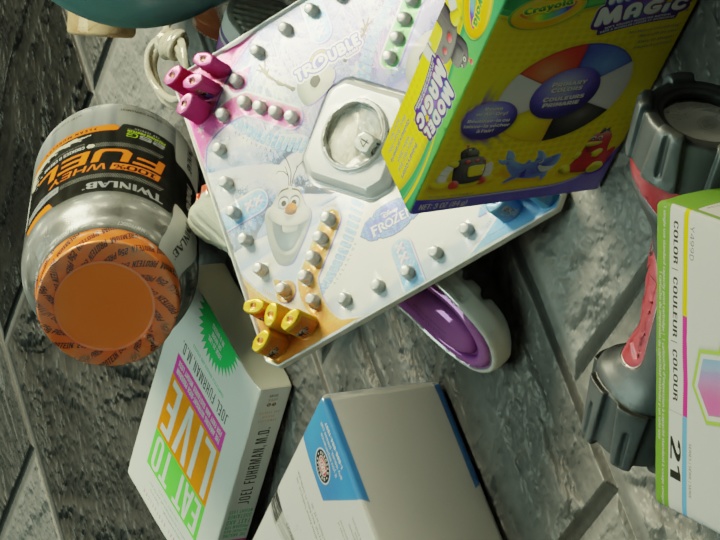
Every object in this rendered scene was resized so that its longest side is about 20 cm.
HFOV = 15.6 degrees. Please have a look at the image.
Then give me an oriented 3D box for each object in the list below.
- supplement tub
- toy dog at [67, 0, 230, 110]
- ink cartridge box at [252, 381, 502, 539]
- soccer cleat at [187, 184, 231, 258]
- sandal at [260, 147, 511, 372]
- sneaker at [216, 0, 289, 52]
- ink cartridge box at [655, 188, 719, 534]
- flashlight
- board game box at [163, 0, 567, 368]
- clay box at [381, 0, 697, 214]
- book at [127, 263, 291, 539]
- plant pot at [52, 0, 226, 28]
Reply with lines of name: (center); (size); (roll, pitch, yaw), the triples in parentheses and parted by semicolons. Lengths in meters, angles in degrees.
supplement tub: (-0.172, -0.024, 1.827); (0.200, 0.122, 0.123); (-98, 12, -62)
toy dog: (-0.127, -0.202, 1.817); (0.200, 0.096, 0.132); (36, 122, 42)
ink cartridge box: (0.007, 0.184, 1.606); (0.200, 0.084, 0.145); (116, 140, -50)
soccer cleat: (-0.060, -0.020, 1.715); (0.200, 0.069, 0.078); (-4, 86, 63)
sandal: (0.000, -0.005, 1.509); (0.202, 0.050, 0.083); (35, 151, 24)
sneaker: (-0.023, -0.067, 1.590); (0.201, 0.072, 0.115); (48, 134, 36)
ink cartridge box: (0.209, 0.052, 1.131); (0.200, 0.075, 0.149); (-154, 60, -63)
flashlight: (0.146, 0.003, 1.273); (0.068, 0.068, 0.201); (-80, 1, -52)
board game box: (-0.004, -0.076, 1.476); (0.200, 0.026, 0.201); (-30, 63, 20)
clay box: (0.094, -0.111, 1.294); (0.200, 0.114, 0.048); (114, 140, -50)
book: (-0.105, 0.114, 1.890); (0.134, 0.048, 0.201); (57, 142, 42)
plant pot: (-0.113, -0.251, 1.596); (0.161, 0.200, 0.202); (-174, 78, -68)
